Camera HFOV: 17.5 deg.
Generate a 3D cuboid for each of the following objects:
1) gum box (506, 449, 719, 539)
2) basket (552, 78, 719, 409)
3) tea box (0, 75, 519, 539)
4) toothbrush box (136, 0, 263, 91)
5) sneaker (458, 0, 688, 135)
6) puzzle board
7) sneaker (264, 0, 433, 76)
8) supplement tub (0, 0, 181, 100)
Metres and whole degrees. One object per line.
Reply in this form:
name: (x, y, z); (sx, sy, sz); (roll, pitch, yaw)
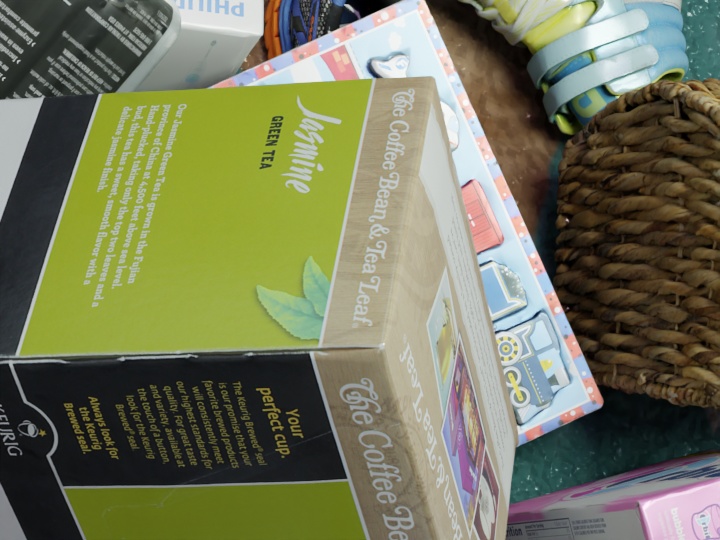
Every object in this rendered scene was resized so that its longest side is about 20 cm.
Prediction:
gum box: (0.131, 0.117, 0.980); (0.113, 0.200, 0.066); (-14, 87, -20)
basket: (0.189, -0.013, 1.033); (0.148, 0.200, 0.143); (1, 91, -18)
tea box: (-0.056, 0.050, 0.848); (0.196, 0.200, 0.134); (-1, 46, 14)
toothbrush box: (-0.124, -0.187, 1.063); (0.146, 0.085, 0.201); (4, 69, -18)
sneaker: (0.079, -0.128, 1.106); (0.199, 0.080, 0.131); (4, 69, -29)
puzzle board: (0.000, 0.000, 1.025); (0.150, 0.017, 0.200); (-25, 92, -6)
sneaker: (0.014, -0.058, 1.068); (0.075, 0.078, 0.200); (-20, 78, -24)
supplement tub: (-0.175, -0.063, 0.923); (0.122, 0.123, 0.200); (41, 91, -1)
